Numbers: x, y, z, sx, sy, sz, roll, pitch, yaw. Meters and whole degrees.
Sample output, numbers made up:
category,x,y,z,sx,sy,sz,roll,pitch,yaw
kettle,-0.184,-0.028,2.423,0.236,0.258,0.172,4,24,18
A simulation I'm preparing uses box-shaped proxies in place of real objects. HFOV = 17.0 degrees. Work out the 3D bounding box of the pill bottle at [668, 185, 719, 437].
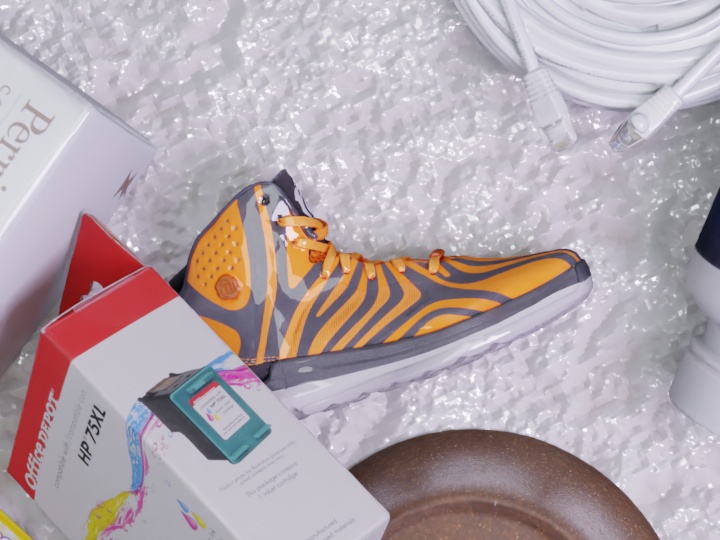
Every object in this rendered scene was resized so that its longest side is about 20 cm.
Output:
category,x,y,z,sx,sy,sz,roll,pitch,yaw
pill bottle,0.210,-0.019,1.061,0.111,0.111,0.201,22,103,6

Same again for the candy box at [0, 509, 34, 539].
category,x,y,z,sx,sy,sz,roll,pitch,yaw
candy box,-0.172,0.166,1.105,0.200,0.102,0.026,41,134,6

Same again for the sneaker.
category,x,y,z,sx,sy,sz,roll,pitch,yaw
sneaker,0.000,0.000,1.105,0.199,0.078,0.112,-18,85,4

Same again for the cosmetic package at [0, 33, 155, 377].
category,x,y,z,sx,sy,sz,roll,pitch,yaw
cosmetic package,-0.227,-0.052,1.085,0.200,0.166,0.168,34,89,6

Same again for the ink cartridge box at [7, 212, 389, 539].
category,x,y,z,sx,sy,sz,roll,pitch,yaw
ink cartridge box,-0.088,0.084,1.066,0.067,0.116,0.200,-32,67,-35

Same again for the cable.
category,x,y,z,sx,sy,sz,roll,pitch,yaw
cable,0.130,-0.171,1.110,0.200,0.069,0.200,-31,84,1

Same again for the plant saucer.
category,x,y,z,sx,sy,sz,roll,pitch,yaw
plant saucer,0.051,0.173,1.109,0.200,0.037,0.201,0,86,6
